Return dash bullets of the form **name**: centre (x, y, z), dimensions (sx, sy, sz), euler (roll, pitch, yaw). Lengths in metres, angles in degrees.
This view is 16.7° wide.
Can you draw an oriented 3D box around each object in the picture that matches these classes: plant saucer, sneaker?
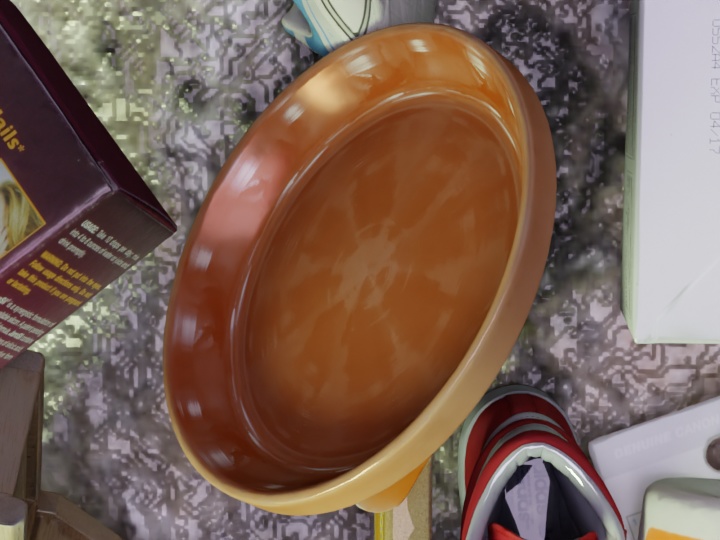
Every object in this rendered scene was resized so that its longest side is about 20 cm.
- **plant saucer**: centre (0.000, 0.000, 0.954), dimensions (0.032, 0.200, 0.201), euler (29, 95, -38)
- **sneaker**: centre (0.077, 0.154, 1.025), dimensions (0.071, 0.112, 0.201), euler (-9, 96, -1)
- **sneaker**: centre (-0.015, -0.154, 0.969), dimensions (0.072, 0.200, 0.072), euler (8, 54, 14)

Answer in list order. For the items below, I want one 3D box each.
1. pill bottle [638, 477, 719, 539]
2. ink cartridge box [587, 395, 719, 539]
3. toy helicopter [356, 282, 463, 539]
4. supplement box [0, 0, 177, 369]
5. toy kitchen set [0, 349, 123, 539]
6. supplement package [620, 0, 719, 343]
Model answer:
- **pill bottle**: centre (0.160, 0.190, 0.986), dimensions (0.113, 0.114, 0.201), euler (6, 92, -2)
- **ink cartridge box**: centre (0.201, 0.143, 1.065), dimensions (0.159, 0.047, 0.201), euler (-19, 90, 1)
- **toy helicopter**: centre (0.021, 0.073, 0.988), dimensions (0.078, 0.132, 0.201), euler (2, 83, -14)
- **supplement box**: centre (-0.181, -0.003, 0.878), dimensions (0.200, 0.086, 0.111), euler (-37, 75, 2)
- **toy kitchen set**: centre (-0.080, 0.159, 0.957), dimensions (0.199, 0.181, 0.164), euler (9, 52, -2)
- **supplement package**: centre (0.187, -0.075, 1.004), dimensions (0.155, 0.111, 0.201), euler (1, 96, 3)
